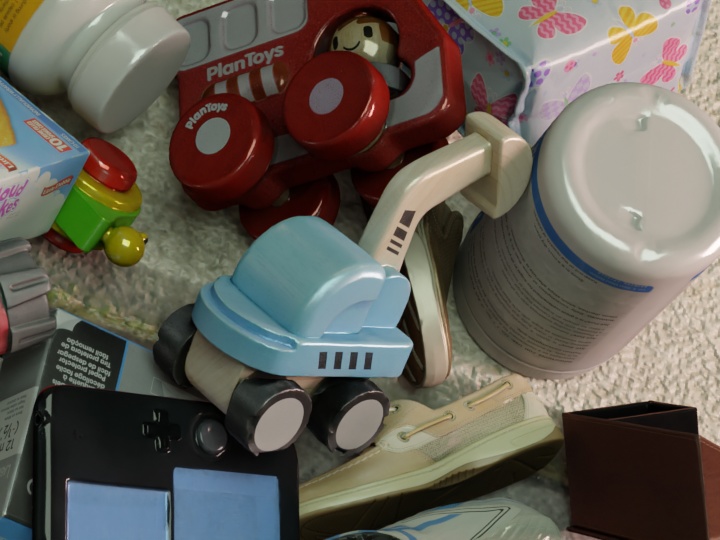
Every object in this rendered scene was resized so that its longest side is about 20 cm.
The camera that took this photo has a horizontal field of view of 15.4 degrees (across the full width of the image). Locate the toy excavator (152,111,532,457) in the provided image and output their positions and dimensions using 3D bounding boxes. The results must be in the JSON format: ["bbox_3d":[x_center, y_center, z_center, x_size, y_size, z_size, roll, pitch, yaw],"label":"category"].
[{"bbox_3d":[0.000,0.000,1.568,0.194,0.201,0.100,2,29,-45],"label":"toy excavator"}]

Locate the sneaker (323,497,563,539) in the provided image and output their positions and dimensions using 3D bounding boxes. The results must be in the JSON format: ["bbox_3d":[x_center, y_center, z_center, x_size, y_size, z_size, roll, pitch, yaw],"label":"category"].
[{"bbox_3d":[0.033,0.181,1.615,0.199,0.072,0.072,-6,94,-36],"label":"sneaker"}]

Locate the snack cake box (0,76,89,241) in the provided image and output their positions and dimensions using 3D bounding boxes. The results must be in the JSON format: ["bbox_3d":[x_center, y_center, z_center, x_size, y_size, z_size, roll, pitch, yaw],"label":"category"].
[{"bbox_3d":[-0.277,-0.095,1.600,0.200,0.067,0.115,39,27,16],"label":"snack cake box"}]

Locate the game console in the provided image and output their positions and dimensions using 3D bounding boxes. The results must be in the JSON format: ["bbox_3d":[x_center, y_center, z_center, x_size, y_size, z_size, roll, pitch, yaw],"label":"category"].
[{"bbox_3d":[-0.110,0.172,1.535,0.176,0.031,0.201,11,70,-38],"label":"game console"}]

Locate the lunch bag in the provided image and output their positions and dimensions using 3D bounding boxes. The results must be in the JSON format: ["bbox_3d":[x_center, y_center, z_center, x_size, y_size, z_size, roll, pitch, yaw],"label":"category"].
[{"bbox_3d":[0.105,-0.186,1.771,0.169,0.127,0.200,-25,54,-25],"label":"lunch bag"}]

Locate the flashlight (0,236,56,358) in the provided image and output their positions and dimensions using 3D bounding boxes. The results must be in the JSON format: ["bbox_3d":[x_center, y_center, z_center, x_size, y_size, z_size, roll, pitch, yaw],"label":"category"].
[{"bbox_3d":[-0.273,0.038,1.496,0.199,0.068,0.068,-19,119,-26],"label":"flashlight"}]

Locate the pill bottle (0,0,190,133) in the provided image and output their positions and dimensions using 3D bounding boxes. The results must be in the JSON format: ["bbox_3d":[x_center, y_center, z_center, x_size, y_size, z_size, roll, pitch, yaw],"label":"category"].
[{"bbox_3d":[-0.205,-0.182,1.670,0.200,0.113,0.113,42,63,11],"label":"pill bottle"}]

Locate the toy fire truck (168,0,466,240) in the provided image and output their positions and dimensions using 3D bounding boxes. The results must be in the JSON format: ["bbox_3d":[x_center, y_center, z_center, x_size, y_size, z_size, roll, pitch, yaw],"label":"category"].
[{"bbox_3d":[-0.032,-0.118,1.678,0.199,0.112,0.169,-18,60,23],"label":"toy fire truck"}]

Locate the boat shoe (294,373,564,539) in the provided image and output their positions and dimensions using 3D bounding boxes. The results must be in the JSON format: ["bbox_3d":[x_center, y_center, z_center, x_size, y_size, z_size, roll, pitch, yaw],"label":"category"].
[{"bbox_3d":[0.031,0.117,1.662,0.199,0.072,0.065,-18,66,-26],"label":"boat shoe"}]

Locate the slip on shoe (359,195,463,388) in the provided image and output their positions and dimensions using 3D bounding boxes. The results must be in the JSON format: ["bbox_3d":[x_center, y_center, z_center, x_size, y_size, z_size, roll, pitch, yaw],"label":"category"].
[{"bbox_3d":[0.040,-0.022,1.719,0.060,0.076,0.201,-5,63,-19],"label":"slip on shoe"}]

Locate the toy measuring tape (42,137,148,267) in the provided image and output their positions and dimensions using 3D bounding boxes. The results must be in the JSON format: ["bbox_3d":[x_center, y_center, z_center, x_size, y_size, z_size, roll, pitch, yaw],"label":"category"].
[{"bbox_3d":[-0.195,-0.072,1.678,0.073,0.074,0.200,-31,63,-26],"label":"toy measuring tape"}]

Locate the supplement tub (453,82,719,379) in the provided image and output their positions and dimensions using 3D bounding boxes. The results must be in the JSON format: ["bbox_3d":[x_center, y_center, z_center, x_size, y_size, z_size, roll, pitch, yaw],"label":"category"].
[{"bbox_3d":[0.146,-0.022,1.678,0.131,0.200,0.132,7,67,-16],"label":"supplement tub"}]

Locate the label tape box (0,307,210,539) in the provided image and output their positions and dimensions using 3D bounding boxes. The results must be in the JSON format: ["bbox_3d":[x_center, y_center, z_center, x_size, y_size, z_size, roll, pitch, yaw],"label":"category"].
[{"bbox_3d":[-0.156,0.143,1.569,0.143,0.066,0.201,27,59,-29],"label":"label tape box"}]

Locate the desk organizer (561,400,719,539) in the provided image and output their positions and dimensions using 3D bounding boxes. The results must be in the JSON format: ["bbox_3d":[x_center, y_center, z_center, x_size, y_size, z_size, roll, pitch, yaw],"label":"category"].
[{"bbox_3d":[0.194,0.127,1.625,0.071,0.200,0.077,-7,93,-19],"label":"desk organizer"}]
